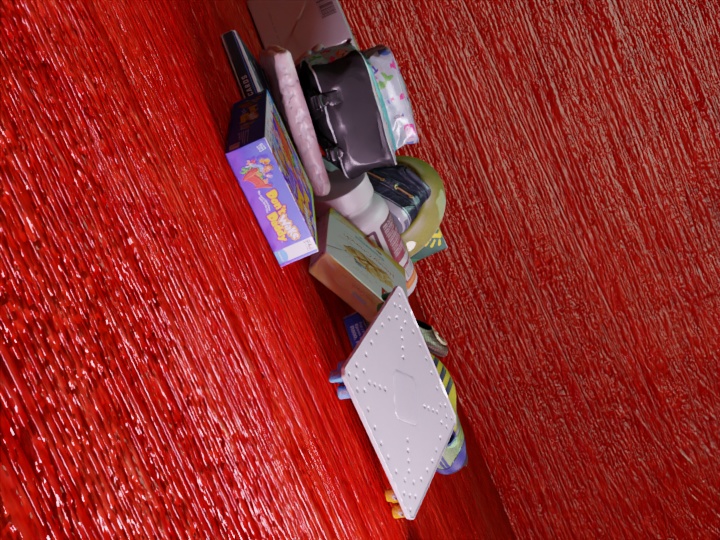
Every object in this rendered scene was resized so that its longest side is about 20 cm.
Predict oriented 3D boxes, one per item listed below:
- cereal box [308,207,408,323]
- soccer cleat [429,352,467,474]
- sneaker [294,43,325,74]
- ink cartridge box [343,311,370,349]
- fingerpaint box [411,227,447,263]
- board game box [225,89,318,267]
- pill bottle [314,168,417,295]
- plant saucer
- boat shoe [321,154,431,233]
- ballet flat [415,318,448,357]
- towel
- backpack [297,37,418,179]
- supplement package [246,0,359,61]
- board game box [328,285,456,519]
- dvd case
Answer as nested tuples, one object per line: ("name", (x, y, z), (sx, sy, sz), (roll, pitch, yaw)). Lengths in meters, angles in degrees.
("cereal box", (0.000, 0.000, 1.372), (0.144, 0.040, 0.200), (40, 15, -14))
("soccer cleat", (0.092, 0.173, 1.372), (0.084, 0.065, 0.200), (51, 18, -47))
("sneaker", (-0.052, -0.310, 1.645), (0.080, 0.200, 0.147), (13, 64, -38))
("ink cartridge box", (0.032, 0.154, 1.398), (0.200, 0.043, 0.197), (36, 33, -75))
("fingerpaint box", (0.045, -0.073, 1.770), (0.200, 0.167, 0.073), (-104, 169, -62))
("board game box", (-0.096, -0.107, 1.138), (0.200, 0.045, 0.135), (-101, 167, -66))
("pill bottle", (0.002, -0.046, 1.532), (0.110, 0.109, 0.200), (-103, 170, -59))
("plant saucer", (0.037, -0.102, 1.662), (0.031, 0.200, 0.200), (43, 24, -55))
("boat shoe", (0.008, -0.137, 1.609), (0.200, 0.091, 0.071), (32, -32, 13))
("ballet flat", (0.054, 0.058, 1.501), (0.200, 0.046, 0.067), (36, -1, -14))
("towel", (-0.094, -0.216, 1.464), (0.191, 0.032, 0.200), (-127, -162, -71))
("backpack", (-0.012, -0.233, 1.459), (0.200, 0.150, 0.178), (-139, -151, -69))
("supplement package", (-0.088, -0.409, 1.881), (0.200, 0.150, 0.152), (52, 17, -73))
("board game box", (0.042, 0.149, 1.202), (0.200, 0.026, 0.200), (66, 29, -18))
("dvd case", (-0.122, -0.201, 1.374), (0.150, 0.025, 0.200), (48, 21, -76))
